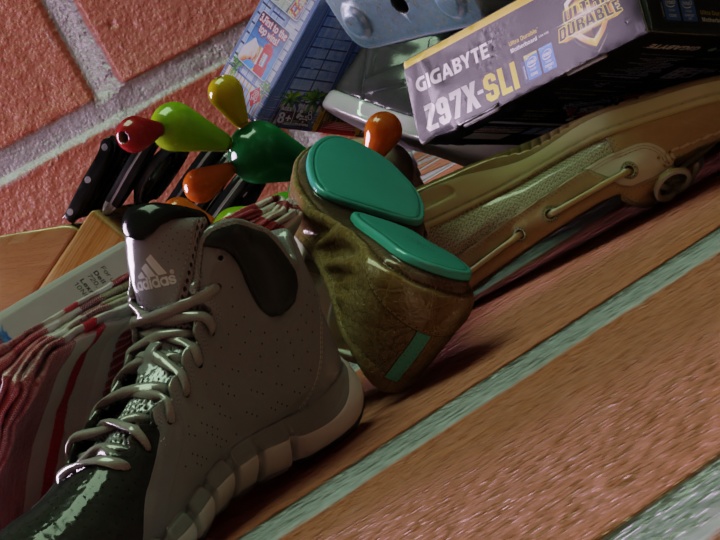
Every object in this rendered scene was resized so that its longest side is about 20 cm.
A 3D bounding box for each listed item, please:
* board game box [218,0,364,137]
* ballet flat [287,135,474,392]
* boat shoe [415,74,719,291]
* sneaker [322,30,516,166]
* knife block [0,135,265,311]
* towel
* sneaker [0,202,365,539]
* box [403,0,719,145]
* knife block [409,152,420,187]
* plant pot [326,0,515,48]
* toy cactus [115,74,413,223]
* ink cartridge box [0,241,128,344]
[{"bbox_3d":[0.036,-0.179,1.275,0.200,0.200,0.062,4,26,-33],"label":"board game box"},{"bbox_3d":[0.000,0.000,0.925,0.072,0.068,0.200,-67,21,14],"label":"ballet flat"},{"bbox_3d":[0.107,-0.038,0.997,0.200,0.063,0.073,-22,-1,15],"label":"boat shoe"},{"bbox_3d":[0.064,-0.109,1.174,0.200,0.071,0.099,24,88,48],"label":"sneaker"},{"bbox_3d":[-0.128,0.015,1.248,0.175,0.201,0.064,-7,3,19],"label":"knife block"},{"bbox_3d":[-0.096,0.059,0.873,0.200,0.023,0.144,-34,-32,-51],"label":"towel"},{"bbox_3d":[-0.081,0.038,0.769,0.075,0.116,0.200,-3,19,36],"label":"sneaker"},{"bbox_3d":[0.148,-0.106,1.040,0.200,0.049,0.160,-3,-12,-40],"label":"box"},{"bbox_3d":[-0.031,-0.006,1.325,0.175,0.064,0.200,-30,4,3],"label":"knife block"},{"bbox_3d":[0.060,-0.218,1.076,0.200,0.196,0.196,-45,21,-26],"label":"plant pot"},{"bbox_3d":[-0.016,-0.052,1.134,0.200,0.103,0.165,16,16,19],"label":"toy cactus"},{"bbox_3d":[-0.174,0.088,0.949,0.145,0.084,0.200,-43,-5,40],"label":"ink cartridge box"}]
